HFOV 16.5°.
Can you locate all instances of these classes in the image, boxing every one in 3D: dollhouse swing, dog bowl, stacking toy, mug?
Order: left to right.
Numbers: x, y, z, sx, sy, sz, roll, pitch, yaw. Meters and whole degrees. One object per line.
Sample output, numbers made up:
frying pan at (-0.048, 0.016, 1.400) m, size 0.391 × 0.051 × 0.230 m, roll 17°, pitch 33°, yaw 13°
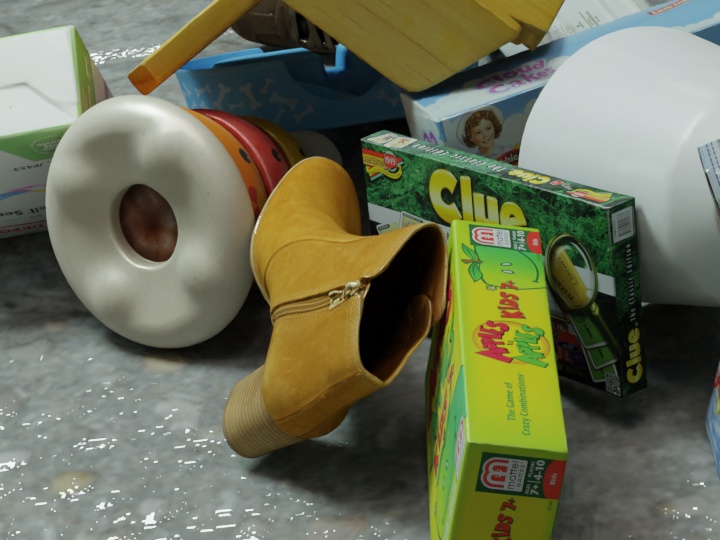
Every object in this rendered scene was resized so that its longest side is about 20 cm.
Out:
stacking toy at (-0.075, -0.049, 1.464) m, size 0.146 × 0.147 × 0.200 m, roll 8°, pitch 21°, yaw 32°
dog bowl at (-0.018, -0.119, 1.577) m, size 0.199 × 0.050 × 0.111 m, roll -8°, pitch 10°, yaw -8°
dollhouse swing at (-0.005, -0.139, 1.468) m, size 0.181 × 0.176 × 0.200 m, roll 36°, pitch 19°, yaw -2°
mug at (0.197, -0.051, 1.288) m, size 0.186 × 0.150 × 0.153 m, roll -16°, pitch 15°, yaw -19°

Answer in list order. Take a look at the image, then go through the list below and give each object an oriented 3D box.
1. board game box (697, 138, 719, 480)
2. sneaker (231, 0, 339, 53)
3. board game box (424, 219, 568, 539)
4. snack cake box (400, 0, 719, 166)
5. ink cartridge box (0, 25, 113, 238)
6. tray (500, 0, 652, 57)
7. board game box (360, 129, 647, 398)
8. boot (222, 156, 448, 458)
board game box at (0.244, 0.016, 1.185) m, size 0.199 × 0.200 × 0.062 m, roll -23°, pitch 29°, yaw 10°
sneaker at (0.000, -0.179, 1.689) m, size 0.199 × 0.071 × 0.076 m, roll -5°, pitch 31°, yaw 13°
board game box at (0.063, 0.070, 1.200) m, size 0.047 × 0.102 × 0.200 m, roll 6°, pitch 30°, yaw -4°
snack cake box at (0.135, -0.072, 1.406) m, size 0.199 × 0.116 × 0.067 m, roll -20°, pitch 23°, yaw -13°
ink cartridge box at (-0.206, -0.073, 1.525) m, size 0.116 × 0.200 × 0.068 m, roll -10°, pitch 72°, yaw 4°
tray at (0.146, -0.153, 1.593) m, size 0.107 × 0.022 × 0.200 m, roll -21°, pitch 45°, yaw -13°
board game box at (0.073, -0.007, 1.315) m, size 0.023 × 0.105 × 0.200 m, roll -18°, pitch 23°, yaw -34°
boot at (-0.001, 0.000, 1.297) m, size 0.144 × 0.071 × 0.202 m, roll -32°, pitch 34°, yaw 46°
